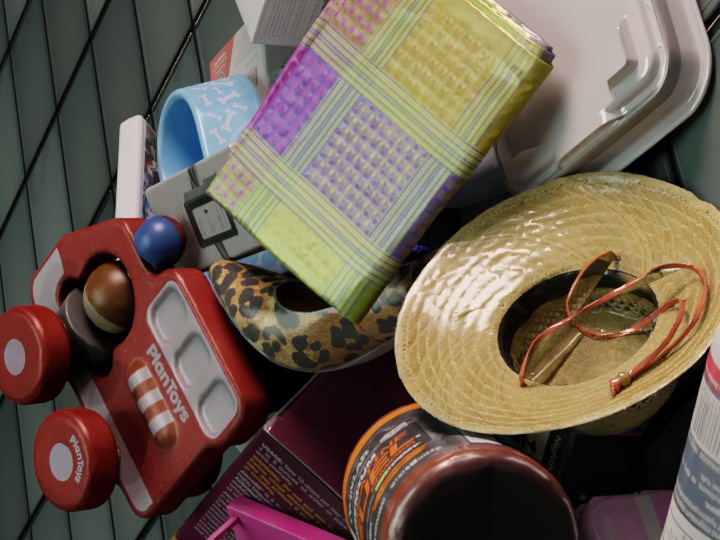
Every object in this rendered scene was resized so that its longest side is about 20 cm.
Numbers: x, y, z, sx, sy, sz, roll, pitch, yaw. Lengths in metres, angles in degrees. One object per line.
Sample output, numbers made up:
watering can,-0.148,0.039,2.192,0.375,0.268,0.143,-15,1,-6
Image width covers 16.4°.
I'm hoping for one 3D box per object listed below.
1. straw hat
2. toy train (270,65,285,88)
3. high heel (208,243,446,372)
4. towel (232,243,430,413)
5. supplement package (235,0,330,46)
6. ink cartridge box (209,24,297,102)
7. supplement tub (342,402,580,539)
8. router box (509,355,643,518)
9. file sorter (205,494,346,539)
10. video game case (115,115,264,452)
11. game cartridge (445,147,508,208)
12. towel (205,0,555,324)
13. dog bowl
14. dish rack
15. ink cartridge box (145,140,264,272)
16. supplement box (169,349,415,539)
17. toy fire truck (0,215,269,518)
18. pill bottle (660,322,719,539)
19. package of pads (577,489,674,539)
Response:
straw hat,0.125,0.043,1.358,0.085,0.201,0.201,58,-179,-38
toy train,0.002,-0.085,1.689,0.200,0.085,0.114,14,114,64
high heel,0.000,0.000,1.493,0.200,0.071,0.143,30,120,24
towel,-0.037,0.041,1.674,0.200,0.147,0.050,-48,59,58
supplement package,-0.030,-0.272,1.734,0.200,0.111,0.156,-111,33,-44
ink cartridge box,-0.058,-0.078,1.835,0.116,0.067,0.201,144,126,-62
supplement tub,0.048,0.131,1.364,0.200,0.107,0.107,-145,59,-79
router box,0.091,0.155,1.479,0.149,0.051,0.200,-134,52,-59
file sorter,-0.043,0.270,1.544,0.139,0.125,0.200,18,136,40
video game case,-0.124,0.010,1.833,0.023,0.182,0.200,-24,38,17
game cartridge,0.073,-0.145,1.545,0.133,0.041,0.201,-21,68,56
towel,0.012,-0.086,1.432,0.144,0.023,0.200,42,102,29
dog bowl,-0.098,-0.046,1.775,0.112,0.049,0.200,125,136,-53
dish rack,0.113,-0.148,1.423,0.172,0.043,0.200,-39,56,44
ink cartridge box,-0.043,-0.055,1.571,0.200,0.116,0.068,-19,93,64
supplement box,-0.023,0.134,1.621,0.103,0.131,0.200,43,145,3
toy fire truck,-0.141,0.054,1.614,0.168,0.112,0.200,-48,58,37
pill bottle,0.199,0.126,1.150,0.120,0.119,0.200,-131,47,-58
package of pads,0.150,0.226,1.309,0.121,0.075,0.200,116,148,-45
